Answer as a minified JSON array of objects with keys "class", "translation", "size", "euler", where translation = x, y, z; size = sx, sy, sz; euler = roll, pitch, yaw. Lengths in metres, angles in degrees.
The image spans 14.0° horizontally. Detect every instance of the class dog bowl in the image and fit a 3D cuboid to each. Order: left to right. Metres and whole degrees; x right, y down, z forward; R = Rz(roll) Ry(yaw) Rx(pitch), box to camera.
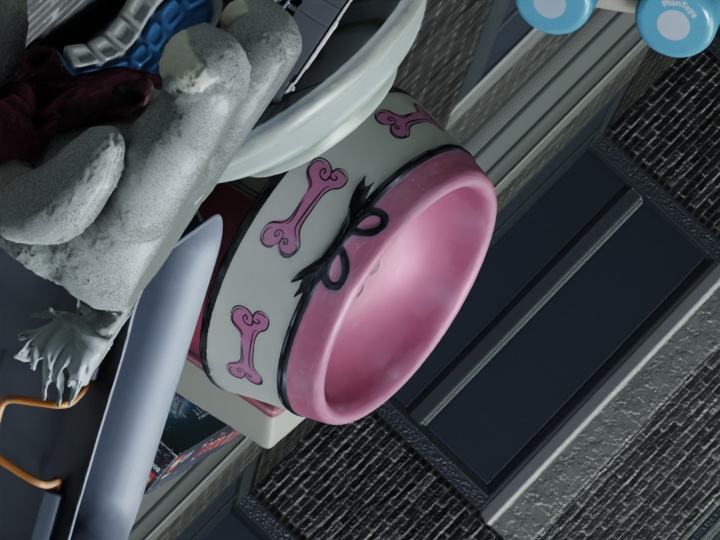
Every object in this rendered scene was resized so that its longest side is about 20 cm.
[{"class":"dog bowl","translation":[0.000,0.000,1.649],"size":[0.200,0.074,0.200],"euler":[-46,156,-27]}]

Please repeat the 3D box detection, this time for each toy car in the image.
[{"class":"toy car","translation":[0.212,-0.292,2.136],"size":[0.184,0.176,0.200],"euler":[-58,156,-52]}]

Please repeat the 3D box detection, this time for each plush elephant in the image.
[{"class":"plush elephant","translation":[-0.140,-0.062,1.247],"size":[0.200,0.155,0.165],"euler":[-58,179,21]}]

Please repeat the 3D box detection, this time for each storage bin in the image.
[{"class":"storage bin","translation":[-0.173,0.051,1.463],"size":[0.146,0.134,0.200],"euler":[-42,150,-69]}]

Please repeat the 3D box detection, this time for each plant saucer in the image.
[{"class":"plant saucer","translation":[-0.036,-0.103,1.579],"size":[0.200,0.050,0.200],"euler":[-30,-155,16]}]

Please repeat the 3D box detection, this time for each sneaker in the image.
[{"class":"sneaker","translation":[-0.133,-0.079,1.456],"size":[0.200,0.075,0.087],"euler":[-41,176,-39]}]

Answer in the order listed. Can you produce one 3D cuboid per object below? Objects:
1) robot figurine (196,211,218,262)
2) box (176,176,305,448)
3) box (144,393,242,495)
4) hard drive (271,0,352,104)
[{"class":"robot figurine","translation":[-0.169,0.023,1.619],"size":[0.169,0.113,0.200],"euler":[-1,-145,49]},{"class":"box","translation":[-0.050,-0.015,1.771],"size":[0.128,0.109,0.200],"euler":[-42,154,-37]},{"class":"box","translation":[-0.141,0.066,1.919],"size":[0.038,0.137,0.200],"euler":[-49,172,20]},{"class":"hard drive","translation":[0.002,-0.191,1.515],"size":[0.140,0.038,0.200],"euler":[-54,-172,40]}]
